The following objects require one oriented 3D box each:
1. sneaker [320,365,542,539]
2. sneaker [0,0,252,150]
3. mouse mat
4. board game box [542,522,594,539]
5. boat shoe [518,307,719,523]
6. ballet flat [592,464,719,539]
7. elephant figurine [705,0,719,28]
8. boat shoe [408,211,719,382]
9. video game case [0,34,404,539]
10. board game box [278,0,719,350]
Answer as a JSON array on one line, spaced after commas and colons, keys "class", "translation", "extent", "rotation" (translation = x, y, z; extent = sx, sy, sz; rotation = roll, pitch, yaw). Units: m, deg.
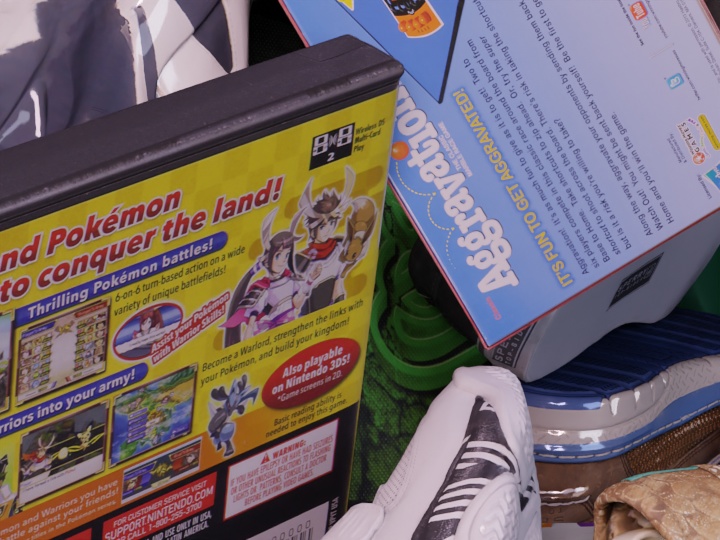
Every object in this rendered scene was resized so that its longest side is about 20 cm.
[{"class": "sneaker", "translation": [-0.015, 0.101, 0.800], "extent": [0.201, 0.114, 0.075], "rotation": [-75, 162, -44]}, {"class": "sneaker", "translation": [-0.055, -0.034, 0.857], "extent": [0.130, 0.079, 0.200], "rotation": [59, 35, -45]}, {"class": "mouse mat", "translation": [0.000, 0.000, 0.982], "extent": [0.199, 0.007, 0.162], "rotation": [9, 79, -54]}, {"class": "board game box", "translation": [0.037, 0.189, 0.933], "extent": [0.103, 0.104, 0.202], "rotation": [-16, 100, -53]}, {"class": "boat shoe", "translation": [0.100, 0.060, 1.068], "extent": [0.199, 0.072, 0.073], "rotation": [-12, 111, -54]}, {"class": "ballet flat", "translation": [0.083, 0.155, 0.871], "extent": [0.065, 0.070, 0.201], "rotation": [13, 71, -26]}, {"class": "elephant figurine", "translation": [0.141, -0.170, 1.042], "extent": [0.142, 0.154, 0.200], "rotation": [-61, 164, -12]}, {"class": "boat shoe", "translation": [0.082, -0.015, 1.040], "extent": [0.200, 0.056, 0.069], "rotation": [-23, 143, -61]}, {"class": "video game case", "translation": [-0.074, 0.046, 0.770], "extent": [0.199, 0.025, 0.182], "rotation": [-22, 131, -40]}, {"class": "board game box", "translation": [0.030, -0.085, 0.807], "extent": [0.201, 0.103, 0.019], "rotation": [59, 1, -23]}]
